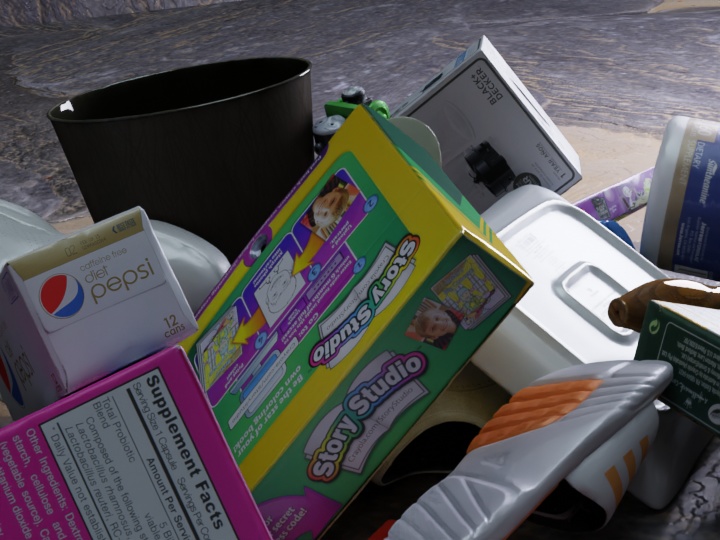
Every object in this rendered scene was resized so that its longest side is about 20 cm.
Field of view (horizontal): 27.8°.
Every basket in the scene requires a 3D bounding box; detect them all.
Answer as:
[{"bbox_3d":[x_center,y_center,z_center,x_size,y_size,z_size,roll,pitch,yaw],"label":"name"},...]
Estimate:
[{"bbox_3d":[-0.098,-0.023,0.952,0.178,0.202,0.136,-4,20,20],"label":"basket"}]

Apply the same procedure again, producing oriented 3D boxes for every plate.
[{"bbox_3d":[0.138,0.027,0.863,0.200,0.032,0.199,39,35,13],"label":"plate"}]

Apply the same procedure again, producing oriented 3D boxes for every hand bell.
[{"bbox_3d":[0.222,0.019,0.853,0.198,0.105,0.104,-5,16,-33],"label":"hand bell"}]

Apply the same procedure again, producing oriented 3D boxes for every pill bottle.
[{"bbox_3d":[0.305,-0.038,1.027,0.198,0.112,0.111,13,23,14],"label":"pill bottle"}]

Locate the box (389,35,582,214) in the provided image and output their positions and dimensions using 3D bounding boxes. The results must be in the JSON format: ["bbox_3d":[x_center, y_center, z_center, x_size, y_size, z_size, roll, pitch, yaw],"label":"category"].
[{"bbox_3d":[0.043,-0.055,1.018,0.200,0.117,0.060,-39,11,16],"label":"box"}]

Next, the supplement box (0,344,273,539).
[{"bbox_3d":[-0.145,0.120,0.601,0.198,0.104,0.101,-24,-1,-15],"label":"supplement box"}]

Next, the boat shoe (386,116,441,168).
[{"bbox_3d":[0.000,0.000,0.895,0.070,0.202,0.063,19,12,6],"label":"boat shoe"}]

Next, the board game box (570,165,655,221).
[{"bbox_3d":[0.148,-0.028,1.107,0.199,0.033,0.120,-23,-1,-43],"label":"board game box"}]

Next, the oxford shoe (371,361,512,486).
[{"bbox_3d":[0.071,0.084,0.855,0.198,0.071,0.074,-14,46,-27],"label":"oxford shoe"}]

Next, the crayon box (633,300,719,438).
[{"bbox_3d":[0.262,0.069,0.779,0.198,0.052,0.126,8,13,-25],"label":"crayon box"}]

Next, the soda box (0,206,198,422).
[{"bbox_3d":[-0.142,0.028,0.713,0.068,0.064,0.200,-25,0,-22],"label":"soda box"}]

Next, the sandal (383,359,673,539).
[{"bbox_3d":[0.086,0.110,0.721,0.079,0.060,0.206,-4,24,48],"label":"sandal"}]

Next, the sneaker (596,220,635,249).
[{"bbox_3d":[0.132,0.014,0.990,0.199,0.071,0.082,-9,-15,-47],"label":"sneaker"}]

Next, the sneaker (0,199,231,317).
[{"bbox_3d":[-0.175,0.010,0.873,0.198,0.076,0.089,9,22,15],"label":"sneaker"}]

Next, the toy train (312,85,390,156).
[{"bbox_3d":[0.006,-0.021,0.950,0.041,0.202,0.056,13,38,41],"label":"toy train"}]

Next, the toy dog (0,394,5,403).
[{"bbox_3d":[-0.279,0.052,0.913,0.132,0.097,0.199,-48,26,-18],"label":"toy dog"}]

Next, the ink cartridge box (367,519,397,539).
[{"bbox_3d":[0.014,0.158,0.647,0.159,0.048,0.199,9,26,37],"label":"ink cartridge box"}]

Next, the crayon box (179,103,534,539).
[{"bbox_3d":[-0.018,0.031,0.782,0.058,0.200,0.173,32,13,-30],"label":"crayon box"}]
